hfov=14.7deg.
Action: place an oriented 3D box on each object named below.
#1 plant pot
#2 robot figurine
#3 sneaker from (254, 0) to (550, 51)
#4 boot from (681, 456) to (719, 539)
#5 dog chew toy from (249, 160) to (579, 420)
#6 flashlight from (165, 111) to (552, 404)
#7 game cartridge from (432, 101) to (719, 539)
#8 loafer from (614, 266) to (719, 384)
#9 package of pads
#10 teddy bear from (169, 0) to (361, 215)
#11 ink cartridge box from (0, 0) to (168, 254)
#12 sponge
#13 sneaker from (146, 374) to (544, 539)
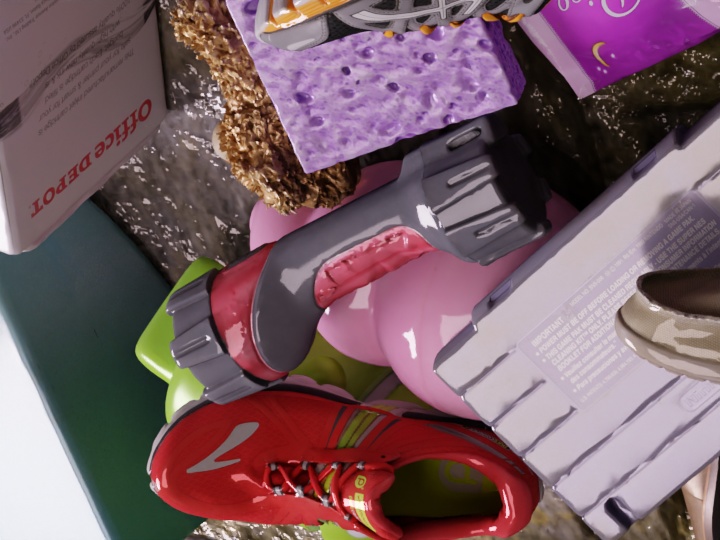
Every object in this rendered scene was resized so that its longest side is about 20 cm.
[{"bbox_3d":[-0.178,0.064,1.613,0.141,0.141,0.200,-12,109,41],"label":"plant pot"},{"bbox_3d":[-0.024,0.074,1.508,0.200,0.116,0.175,33,173,19],"label":"robot figurine"},{"bbox_3d":[0.043,-0.135,1.193,0.200,0.078,0.077,-22,127,26],"label":"sneaker"},{"bbox_3d":[0.177,0.076,1.416,0.075,0.074,0.200,17,127,46],"label":"boot"},{"bbox_3d":[0.027,0.000,1.422,0.200,0.125,0.125,20,134,34],"label":"dog chew toy"},{"bbox_3d":[0.000,0.000,1.332,0.200,0.068,0.068,-25,143,30],"label":"flashlight"},{"bbox_3d":[0.143,0.022,1.297,0.130,0.038,0.200,47,114,-2],"label":"game cartridge"},{"bbox_3d":[0.211,0.007,1.221,0.200,0.076,0.068,-2,109,4],"label":"loafer"},{"bbox_3d":[0.090,-0.182,1.252,0.200,0.076,0.120,51,140,-9],"label":"package of pads"},{"bbox_3d":[-0.055,-0.125,1.357,0.067,0.145,0.200,-12,119,9],"label":"teddy bear"},{"bbox_3d":[-0.179,-0.133,1.439,0.084,0.145,0.200,18,133,25],"label":"ink cartridge box"},{"bbox_3d":[-0.013,-0.147,1.256,0.112,0.030,0.200,-16,115,20],"label":"sponge"},{"bbox_3d":[-0.007,0.100,1.388,0.200,0.085,0.077,1,106,-3],"label":"sneaker"}]
